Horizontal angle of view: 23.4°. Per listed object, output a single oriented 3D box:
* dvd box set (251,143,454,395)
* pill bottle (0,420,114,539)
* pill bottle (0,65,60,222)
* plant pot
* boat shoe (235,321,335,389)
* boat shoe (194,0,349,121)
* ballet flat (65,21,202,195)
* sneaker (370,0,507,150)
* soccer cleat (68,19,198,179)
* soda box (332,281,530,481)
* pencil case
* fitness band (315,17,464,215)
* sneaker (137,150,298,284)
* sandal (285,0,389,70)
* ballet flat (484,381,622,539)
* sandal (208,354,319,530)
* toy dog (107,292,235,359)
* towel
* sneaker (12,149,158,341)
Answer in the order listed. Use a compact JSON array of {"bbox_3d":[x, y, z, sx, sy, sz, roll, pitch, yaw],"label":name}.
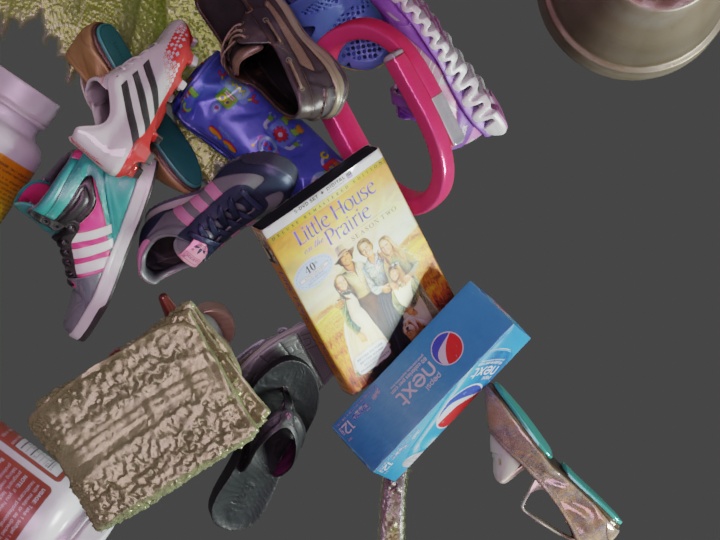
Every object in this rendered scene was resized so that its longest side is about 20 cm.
[{"bbox_3d":[0.000,0.000,1.689,0.146,0.029,0.201,-35,115,-17],"label":"dvd box set"},{"bbox_3d":[-0.344,0.223,1.700,0.200,0.112,0.112,37,89,1],"label":"pill bottle"},{"bbox_3d":[-0.384,-0.101,1.707,0.111,0.111,0.201,34,89,1],"label":"pill bottle"},{"bbox_3d":[0.278,-0.293,1.681,0.199,0.174,0.201,0,89,-1],"label":"plant pot"},{"bbox_3d":[-0.103,0.109,1.726,0.202,0.065,0.075,-38,117,1],"label":"boat shoe"},{"bbox_3d":[-0.097,-0.219,1.691,0.200,0.073,0.075,42,128,23],"label":"boat shoe"},{"bbox_3d":[-0.228,-0.153,1.742,0.063,0.069,0.201,-32,86,27],"label":"ballet flat"},{"bbox_3d":[0.060,-0.194,1.709,0.088,0.081,0.200,-33,113,13],"label":"sneaker"},{"bbox_3d":[-0.217,-0.177,1.669,0.085,0.069,0.201,30,54,-17],"label":"soccer cleat"},{"bbox_3d":[0.070,0.110,1.709,0.200,0.064,0.068,-47,64,5],"label":"soda box"},{"bbox_3d":[-0.097,-0.125,1.722,0.200,0.078,0.087,41,56,2],"label":"pencil case"},{"bbox_3d":[0.023,-0.148,1.695,0.037,0.143,0.201,-34,99,-40],"label":"fitness band"},{"bbox_3d":[-0.139,-0.044,1.677,0.199,0.082,0.070,-29,125,37],"label":"sneaker"},{"bbox_3d":[-0.046,-0.276,1.723,0.200,0.087,0.080,42,86,-2],"label":"sandal"},{"bbox_3d":[0.173,0.202,1.725,0.067,0.068,0.200,-42,88,6],"label":"ballet flat"},{"bbox_3d":[-0.087,0.176,1.698,0.075,0.048,0.201,9,115,-27],"label":"sandal"},{"bbox_3d":[-0.209,0.098,1.706,0.096,0.132,0.200,45,80,-21],"label":"toy dog"},{"bbox_3d":[-0.198,0.139,1.634,0.199,0.036,0.149,-34,80,0],"label":"towel"},{"bbox_3d":[-0.285,-0.035,1.697,0.120,0.084,0.201,20,107,-11],"label":"sneaker"}]
